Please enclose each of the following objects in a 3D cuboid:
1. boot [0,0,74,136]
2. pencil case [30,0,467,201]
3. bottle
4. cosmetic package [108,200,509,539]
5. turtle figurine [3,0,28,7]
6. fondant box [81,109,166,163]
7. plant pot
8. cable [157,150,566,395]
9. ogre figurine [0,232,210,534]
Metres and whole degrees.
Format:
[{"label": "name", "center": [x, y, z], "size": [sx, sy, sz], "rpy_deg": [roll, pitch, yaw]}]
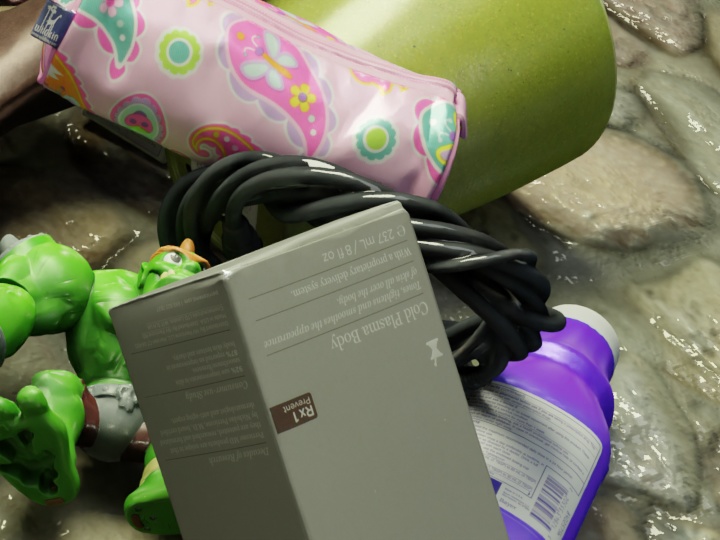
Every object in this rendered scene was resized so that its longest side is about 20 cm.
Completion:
[{"label": "boot", "center": [-0.165, -0.087, 0.997], "size": [0.199, 0.073, 0.167], "rpy_deg": [-7, 31, 30]}, {"label": "pencil case", "center": [-0.050, -0.086, 0.934], "size": [0.199, 0.088, 0.088], "rpy_deg": [25, 36, -10]}, {"label": "bottle", "center": [0.074, 0.086, 0.956], "size": [0.083, 0.066, 0.200], "rpy_deg": [27, 37, 6]}, {"label": "cosmetic package", "center": [-0.011, 0.088, 0.810], "size": [0.107, 0.090, 0.201], "rpy_deg": [-23, 93, -43]}, {"label": "turtle figurine", "center": [-0.161, -0.184, 1.104], "size": [0.149, 0.200, 0.101], "rpy_deg": [-1, 75, -15]}, {"label": "fondant box", "center": [-0.067, -0.174, 1.096], "size": [0.058, 0.201, 0.144], "rpy_deg": [30, 38, 6]}, {"label": "plant pot", "center": [0.000, -0.090, 1.069], "size": [0.187, 0.188, 0.200], "rpy_deg": [40, 58, 23]}, {"label": "cable", "center": [0.000, 0.000, 0.910], "size": [0.163, 0.200, 0.051], "rpy_deg": [42, 60, -21]}, {"label": "ogre figurine", "center": [-0.103, 0.051, 0.888], "size": [0.199, 0.098, 0.120], "rpy_deg": [11, 42, -10]}]
